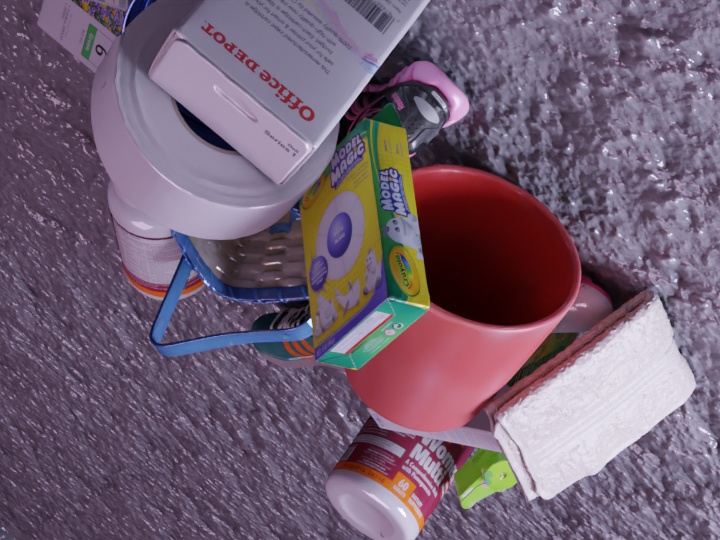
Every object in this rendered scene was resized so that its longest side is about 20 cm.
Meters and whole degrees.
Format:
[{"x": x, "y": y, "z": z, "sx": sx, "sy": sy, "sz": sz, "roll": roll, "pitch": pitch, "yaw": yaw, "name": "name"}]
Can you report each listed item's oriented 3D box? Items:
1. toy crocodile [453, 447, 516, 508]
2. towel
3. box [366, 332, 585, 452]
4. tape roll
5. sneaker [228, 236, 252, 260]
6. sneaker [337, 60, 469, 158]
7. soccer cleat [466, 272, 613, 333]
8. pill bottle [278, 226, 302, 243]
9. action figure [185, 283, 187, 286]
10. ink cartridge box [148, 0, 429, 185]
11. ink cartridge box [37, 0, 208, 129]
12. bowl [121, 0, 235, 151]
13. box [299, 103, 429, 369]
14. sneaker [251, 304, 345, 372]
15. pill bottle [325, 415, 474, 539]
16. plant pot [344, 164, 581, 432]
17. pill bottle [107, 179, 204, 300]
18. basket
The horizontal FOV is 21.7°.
[{"x": 0.167, "y": 0.163, "z": 1.873, "sx": 0.062, "sy": 0.200, "sz": 0.068, "roll": 33, "pitch": -162, "yaw": -28, "name": "toy crocodile"}, {"x": 0.212, "y": 0.118, "z": 1.715, "sx": 0.034, "sy": 0.199, "sz": 0.133, "roll": 45, "pitch": 168, "yaw": 50, "name": "towel"}, {"x": 0.118, "y": 0.105, "z": 1.851, "sx": 0.199, "sy": 0.145, "sz": 0.036, "roll": 7, "pitch": 143, "yaw": 43, "name": "box"}, {"x": -0.120, "y": -0.131, "z": 1.557, "sx": 0.202, "sy": 0.203, "sz": 0.071, "roll": 39, "pitch": 149, "yaw": -6, "name": "tape roll"}, {"x": -0.109, "y": -0.053, "z": 1.888, "sx": 0.071, "sy": 0.200, "sz": 0.073, "roll": -11, "pitch": 92, "yaw": 17, "name": "sneaker"}, {"x": 0.014, "y": -0.119, "z": 1.679, "sx": 0.079, "sy": 0.096, "sz": 0.200, "roll": 41, "pitch": 154, "yaw": -12, "name": "sneaker"}, {"x": 0.149, "y": 0.045, "z": 1.783, "sx": 0.199, "sy": 0.087, "sz": 0.070, "roll": 5, "pitch": 140, "yaw": 45, "name": "soccer cleat"}, {"x": 0.000, "y": 0.000, "z": 1.868, "sx": 0.106, "sy": 0.106, "sz": 0.201, "roll": 7, "pitch": 141, "yaw": 44, "name": "pill bottle"}, {"x": -0.147, "y": -0.081, "z": 1.931, "sx": 0.054, "sy": 0.118, "sz": 0.201, "roll": 21, "pitch": 139, "yaw": 24, "name": "action figure"}, {"x": -0.055, "y": -0.193, "z": 1.521, "sx": 0.145, "sy": 0.200, "sz": 0.084, "roll": 39, "pitch": 149, "yaw": -6, "name": "ink cartridge box"}, {"x": -0.207, "y": -0.223, "z": 1.730, "sx": 0.200, "sy": 0.050, "sz": 0.109, "roll": 40, "pitch": 127, "yaw": 24, "name": "ink cartridge box"}, {"x": -0.111, "y": -0.196, "z": 1.662, "sx": 0.199, "sy": 0.039, "sz": 0.202, "roll": 5, "pitch": 122, "yaw": 7, "name": "bowl"}, {"x": -0.001, "y": -0.034, "z": 1.564, "sx": 0.048, "sy": 0.201, "sz": 0.117, "roll": 14, "pitch": 143, "yaw": -29, "name": "box"}, {"x": -0.047, "y": 0.062, "z": 2.072, "sx": 0.199, "sy": 0.072, "sz": 0.080, "roll": 7, "pitch": 137, "yaw": 36, "name": "sneaker"}, {"x": 0.059, "y": 0.177, "z": 1.957, "sx": 0.109, "sy": 0.200, "sz": 0.110, "roll": 28, "pitch": 152, "yaw": 16, "name": "pill bottle"}, {"x": 0.075, "y": 0.036, "z": 1.678, "sx": 0.200, "sy": 0.201, "sz": 0.178, "roll": 32, "pitch": 133, "yaw": 8, "name": "plant pot"}, {"x": -0.213, "y": -0.063, "z": 2.017, "sx": 0.109, "sy": 0.110, "sz": 0.201, "roll": 27, "pitch": 152, "yaw": 18, "name": "pill bottle"}, {"x": -0.095, "y": -0.013, "z": 1.702, "sx": 0.175, "sy": 0.201, "sz": 0.139, "roll": -8, "pitch": 142, "yaw": 26, "name": "basket"}]
